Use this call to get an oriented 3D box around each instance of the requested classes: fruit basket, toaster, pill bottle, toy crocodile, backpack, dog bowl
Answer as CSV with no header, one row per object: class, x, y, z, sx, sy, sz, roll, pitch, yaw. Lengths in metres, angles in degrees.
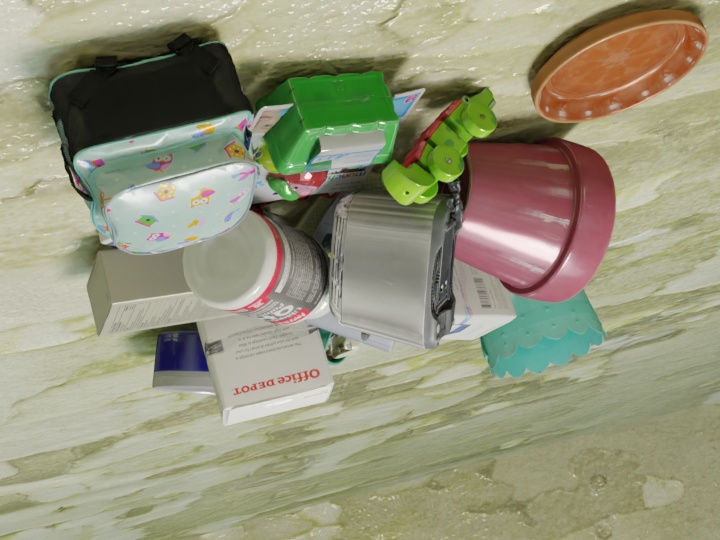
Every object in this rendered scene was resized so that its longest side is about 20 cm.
fruit basket,-0.045,-0.117,1.258,0.185,0.094,0.200,-9,152,-27
toaster,0.040,-0.014,1.361,0.129,0.200,0.114,8,-164,15
pill bottle,-0.100,0.001,1.365,0.111,0.111,0.200,-25,161,20
toy crocodile,0.087,-0.134,1.298,0.068,0.062,0.200,-38,-169,52
backpack,-0.181,-0.102,1.131,0.176,0.154,0.200,-19,168,-12
dog bowl,-0.196,0.137,1.760,0.200,0.079,0.200,4,171,1

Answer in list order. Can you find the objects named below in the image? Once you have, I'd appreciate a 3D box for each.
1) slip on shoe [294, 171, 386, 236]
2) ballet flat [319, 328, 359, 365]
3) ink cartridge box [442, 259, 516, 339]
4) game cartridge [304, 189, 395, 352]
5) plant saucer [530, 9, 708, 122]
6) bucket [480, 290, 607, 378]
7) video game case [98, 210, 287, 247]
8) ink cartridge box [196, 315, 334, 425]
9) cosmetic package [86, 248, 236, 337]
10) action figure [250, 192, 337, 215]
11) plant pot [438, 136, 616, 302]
slip on shoe,-0.034,-0.059,1.508,0.200,0.074,0.061,-42,-172,35
ballet flat,-0.012,0.068,1.668,0.067,0.070,0.200,-20,156,-30
ink cartridge box,0.096,0.011,1.618,0.200,0.146,0.087,3,154,-47
game cartridge,0.000,0.000,1.477,0.133,0.041,0.200,21,125,8
plant saucer,0.283,-0.228,1.352,0.200,0.032,0.200,-16,161,-6
bucket,0.291,0.082,2.036,0.207,0.135,0.207,-15,160,-6
video game case,-0.194,-0.047,1.458,0.143,0.018,0.200,-24,159,20
ink cartridge box,-0.132,0.084,1.589,0.145,0.200,0.084,-12,160,-13
cosmetic package,-0.217,0.016,1.469,0.200,0.073,0.104,-7,158,-26
action figure,-0.106,-0.094,1.366,0.200,0.052,0.065,-3,151,-39
plant pot,0.176,-0.072,1.471,0.179,0.200,0.200,11,149,-25
